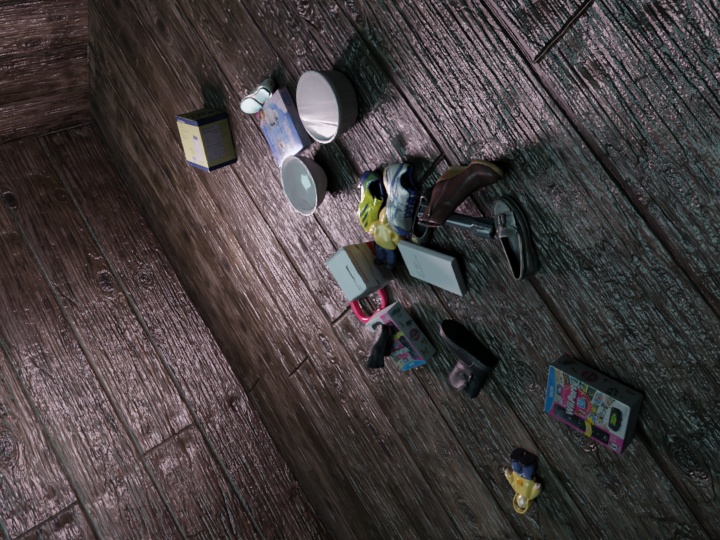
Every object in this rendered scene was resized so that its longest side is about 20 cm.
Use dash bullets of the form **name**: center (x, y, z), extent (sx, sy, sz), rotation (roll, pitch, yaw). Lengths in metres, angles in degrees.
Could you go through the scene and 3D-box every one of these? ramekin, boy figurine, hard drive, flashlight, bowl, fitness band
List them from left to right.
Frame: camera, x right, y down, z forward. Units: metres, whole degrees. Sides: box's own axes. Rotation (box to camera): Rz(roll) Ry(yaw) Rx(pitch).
- **bowl**: center (-0.172, -0.293, 1.890), extent (0.200, 0.090, 0.204), rotation (34, 138, 38)
- **ramekin**: center (-0.091, -0.478, 1.647), extent (0.201, 0.093, 0.205), rotation (32, 136, 38)
- **fitness band**: center (0.026, 0.097, 1.943), extent (0.145, 0.037, 0.200), rotation (59, 146, 12)
- **boy figurine**: center (0.075, -0.107, 1.687), extent (0.123, 0.064, 0.203), rotation (21, 127, 29)
- **hard drive**: center (0.200, -0.009, 1.599), extent (0.199, 0.027, 0.133), rotation (24, 150, 45)
- **flashlight**: center (0.243, -0.122, 1.429), extent (0.197, 0.068, 0.069), rotation (17, 137, 25)
- **boy figurine**: center (0.468, 0.614, 1.665), extent (0.123, 0.064, 0.203), rotation (19, 124, 43)

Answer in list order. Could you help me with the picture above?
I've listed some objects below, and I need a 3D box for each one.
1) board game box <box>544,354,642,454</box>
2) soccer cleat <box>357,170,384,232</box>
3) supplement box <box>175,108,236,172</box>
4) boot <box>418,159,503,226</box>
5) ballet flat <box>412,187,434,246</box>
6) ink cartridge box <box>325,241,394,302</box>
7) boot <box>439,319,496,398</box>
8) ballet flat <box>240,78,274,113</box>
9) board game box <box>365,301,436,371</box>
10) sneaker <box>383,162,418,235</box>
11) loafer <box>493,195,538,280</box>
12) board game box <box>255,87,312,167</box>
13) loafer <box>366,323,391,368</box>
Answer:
- **board game box**: center (0.539, 0.310, 1.341), extent (0.199, 0.064, 0.150), rotation (28, 133, 43)
- **soccer cleat**: center (0.035, -0.195, 1.695), extent (0.083, 0.064, 0.203), rotation (30, 134, 43)
- **supplement box**: center (-0.621, -0.529, 2.307), extent (0.199, 0.133, 0.203), rotation (24, 131, 44)
- **boot**: center (0.234, -0.172, 1.346), extent (0.072, 0.168, 0.199), rotation (35, 169, -27)
- **ballet flat**: center (0.166, -0.141, 1.560), extent (0.066, 0.056, 0.202), rotation (41, 141, 30)
- **ink cartridge box**: center (0.000, 0.000, 1.748), extent (0.083, 0.199, 0.147), rotation (-37, 80, 26)
- **boot**: center (0.285, 0.260, 1.656), extent (0.200, 0.076, 0.170), rotation (41, 138, 20)
- **ballet flat**: center (-0.342, -0.595, 1.946), extent (0.199, 0.069, 0.070), rotation (-13, 103, 55)
- **board game box**: center (0.127, 0.212, 1.825), extent (0.201, 0.064, 0.147), rotation (51, 147, -2)
- **sneaker**: center (0.118, -0.193, 1.567), extent (0.087, 0.075, 0.204), rotation (4, 111, 49)
- **loafer**: center (0.356, -0.074, 1.337), extent (0.071, 0.062, 0.203), rotation (-16, 99, 56)
- **board game box**: center (-0.262, -0.477, 1.930), extent (0.198, 0.043, 0.203), rotation (-20, 96, 56)
- **loafer**: center (0.067, 0.242, 1.820), extent (0.069, 0.069, 0.202), rotation (-86, 7, -45)
